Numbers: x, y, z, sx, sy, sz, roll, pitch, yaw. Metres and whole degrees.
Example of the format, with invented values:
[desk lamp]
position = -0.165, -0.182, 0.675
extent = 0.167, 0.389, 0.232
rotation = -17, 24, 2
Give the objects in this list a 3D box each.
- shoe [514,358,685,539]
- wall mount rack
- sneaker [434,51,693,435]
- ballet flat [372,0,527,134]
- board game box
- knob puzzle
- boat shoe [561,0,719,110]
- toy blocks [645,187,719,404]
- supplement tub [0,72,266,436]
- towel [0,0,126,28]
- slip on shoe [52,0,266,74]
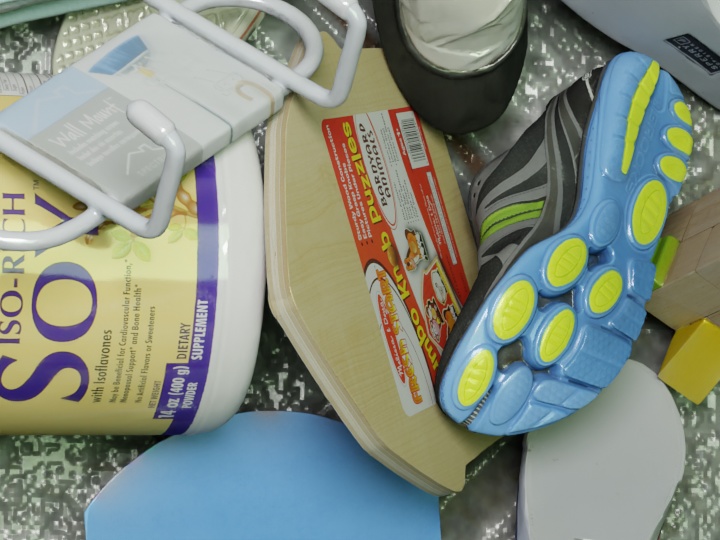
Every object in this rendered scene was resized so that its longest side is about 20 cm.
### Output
[shoe]
position = 0.093, 0.138, 1.058
extent = 0.071, 0.091, 0.200
rotation = 13, 52, -2
[wall mount rack]
position = -0.101, -0.096, 0.904
extent = 0.174, 0.075, 0.200
rotation = 32, 43, 19
[sneaker]
position = 0.082, -0.007, 1.043
extent = 0.071, 0.083, 0.200
rotation = 42, 54, -24
[ballet flat]
position = 0.037, -0.145, 1.005
extent = 0.068, 0.068, 0.200
rotation = -8, 111, -5
[board game box]
position = -0.043, 0.159, 1.032
extent = 0.158, 0.039, 0.200
rotation = -4, 92, -21
[knob puzzle]
position = 0.000, 0.000, 0.999
extent = 0.030, 0.220, 0.220
rotation = -16, 90, 23
[boat shoe]
position = 0.142, -0.134, 1.069
extent = 0.200, 0.073, 0.065
rotation = 35, 58, -46
[toy blocks]
position = 0.222, 0.016, 1.056
extent = 0.200, 0.137, 0.100
rotation = 34, 62, -15
[supplement tub]
position = -0.148, -0.007, 0.958
extent = 0.200, 0.145, 0.146
rotation = 1, 85, -16
[towel]
position = -0.177, -0.183, 0.999
extent = 0.200, 0.048, 0.172
rotation = -13, 85, -2
[slip on shoe]
position = -0.054, -0.140, 1.040
extent = 0.074, 0.061, 0.200
rotation = 38, 88, 13
